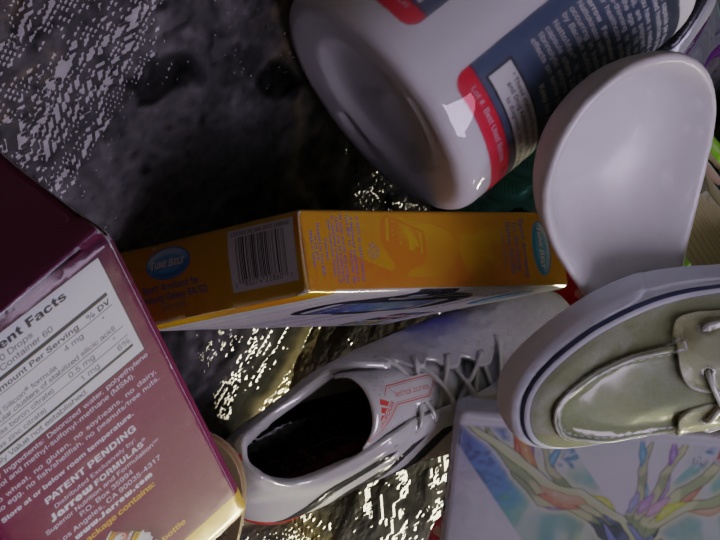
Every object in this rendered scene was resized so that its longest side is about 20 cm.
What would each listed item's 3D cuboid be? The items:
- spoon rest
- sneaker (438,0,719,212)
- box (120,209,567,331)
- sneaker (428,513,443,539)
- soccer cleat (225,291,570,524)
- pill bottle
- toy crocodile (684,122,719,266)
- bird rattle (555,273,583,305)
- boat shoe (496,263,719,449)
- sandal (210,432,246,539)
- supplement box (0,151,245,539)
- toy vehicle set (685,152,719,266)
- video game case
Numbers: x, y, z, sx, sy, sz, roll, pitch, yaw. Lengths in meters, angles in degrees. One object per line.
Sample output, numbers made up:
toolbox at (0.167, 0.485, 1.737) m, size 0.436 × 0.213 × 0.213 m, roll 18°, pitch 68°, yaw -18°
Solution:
spoon rest at (0.112, -0.012, 1.215) m, size 0.099 × 0.061 × 0.200 m, roll -27°, pitch 142°, yaw -29°
sneaker at (0.119, -0.062, 1.370) m, size 0.200 × 0.074 × 0.088 m, roll -51°, pitch 149°, yaw -3°
box at (0.000, 0.000, 1.254) m, size 0.200 × 0.119 × 0.042 m, roll -3°, pitch 83°, yaw -48°
sneaker at (0.133, 0.160, 1.416) m, size 0.087 × 0.200 × 0.074 m, roll -64°, pitch 168°, yaw -72°
soccer cleat at (0.021, 0.062, 1.334) m, size 0.200 × 0.069 × 0.085 m, roll -25°, pitch 167°, yaw -12°
pill bottle at (0.079, -0.131, 1.223) m, size 0.200 × 0.120 × 0.120 m, roll -39°, pitch 142°, yaw -17°
toy crocodile at (0.211, -0.067, 1.480) m, size 0.200 × 0.062 × 0.068 m, roll -46°, pitch 105°, yaw -5°
bird rattle at (0.154, 0.061, 1.471) m, size 0.163 × 0.113 × 0.200 m, roll -5°, pitch 120°, yaw -11°
boat shoe at (0.158, 0.035, 1.196) m, size 0.200 × 0.062 × 0.072 m, roll -18°, pitch 126°, yaw -16°
sandal at (-0.098, 0.139, 1.324) m, size 0.070 × 0.078 × 0.212 m, roll -56°, pitch 169°, yaw -57°
supplement box at (-0.145, 0.044, 1.116) m, size 0.103 × 0.131 × 0.200 m, roll -41°, pitch 142°, yaw -15°
toy vehicle set at (0.188, -0.005, 1.349) m, size 0.027 × 0.124 × 0.200 m, roll -37°, pitch -170°, yaw 11°
video game case at (0.136, 0.156, 1.344) m, size 0.200 × 0.022 × 0.182 m, roll 5°, pitch 111°, yaw -2°
